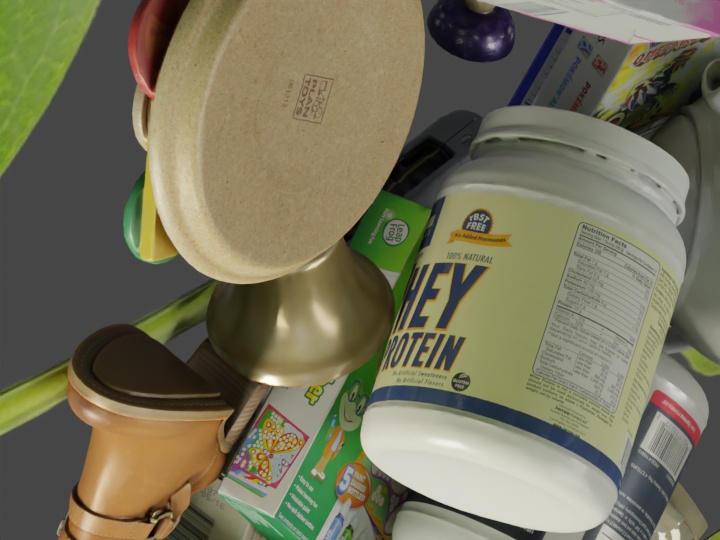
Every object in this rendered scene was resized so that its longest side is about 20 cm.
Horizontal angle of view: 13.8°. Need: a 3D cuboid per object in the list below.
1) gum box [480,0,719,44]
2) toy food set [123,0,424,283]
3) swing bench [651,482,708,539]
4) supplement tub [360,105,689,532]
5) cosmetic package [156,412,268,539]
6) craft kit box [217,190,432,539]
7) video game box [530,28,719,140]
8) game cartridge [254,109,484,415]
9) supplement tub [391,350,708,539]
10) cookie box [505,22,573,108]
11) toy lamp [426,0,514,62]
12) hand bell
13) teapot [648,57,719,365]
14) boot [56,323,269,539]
[{"bbox_3d":[0.097,-0.187,1.460,0.199,0.066,0.114,11,82,-45],"label":"gum box"},{"bbox_3d":[-0.040,-0.091,1.427,0.197,0.048,0.201,-18,123,-48],"label":"toy food set"},{"bbox_3d":[0.093,0.195,2.020,0.199,0.130,0.200,-47,-157,-23],"label":"swing bench"},{"bbox_3d":[0.094,0.027,1.616,0.145,0.144,0.201,67,39,-68],"label":"supplement tub"},{"bbox_3d":[-0.045,0.118,1.789,0.200,0.073,0.104,-31,149,-49],"label":"cosmetic package"},{"bbox_3d":[0.012,0.082,1.723,0.199,0.048,0.200,-65,153,-13],"label":"craft kit box"},{"bbox_3d":[0.194,-0.134,1.736,0.199,0.047,0.183,-24,154,-34],"label":"video game box"},{"bbox_3d":[0.000,0.000,1.757,0.200,0.040,0.134,-39,152,-40],"label":"game cartridge"},{"bbox_3d":[0.104,0.132,1.729,0.201,0.140,0.140,-62,163,-13],"label":"supplement tub"},{"bbox_3d":[0.188,-0.150,1.895,0.201,0.075,0.171,-60,160,18],"label":"cookie box"},{"bbox_3d":[0.086,-0.202,1.586,0.058,0.058,0.201,-36,153,-43],"label":"toy lamp"},{"bbox_3d":[-0.041,-0.044,1.537,0.104,0.104,0.201,-44,146,-29],"label":"hand bell"},{"bbox_3d":[0.217,-0.029,1.731,0.197,0.145,0.202,-131,-131,-76],"label":"teapot"},{"bbox_3d":[-0.128,0.111,1.579,0.155,0.074,0.200,-54,159,12],"label":"boot"}]
